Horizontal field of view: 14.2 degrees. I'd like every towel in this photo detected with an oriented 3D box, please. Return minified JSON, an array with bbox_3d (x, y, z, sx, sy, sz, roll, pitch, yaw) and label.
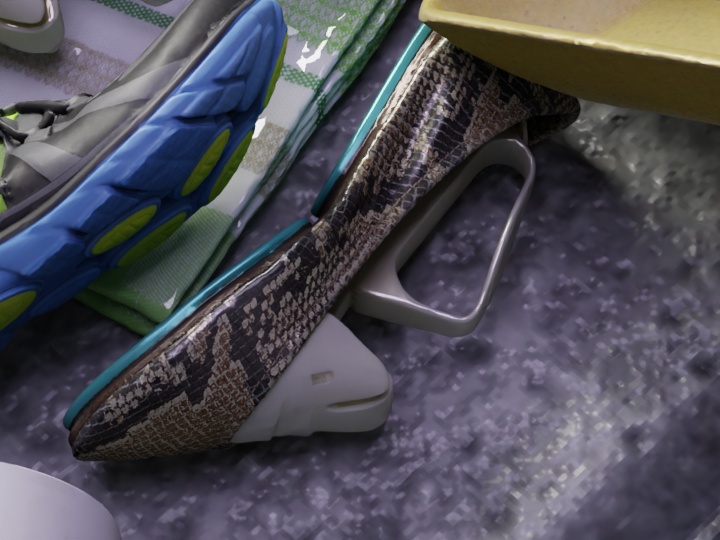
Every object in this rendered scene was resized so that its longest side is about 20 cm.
[{"bbox_3d":[-0.069,-0.082,0.947,0.149,0.031,0.200,24,66,21],"label":"towel"}]

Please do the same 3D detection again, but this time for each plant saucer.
[{"bbox_3d":[0.149,-0.097,0.841,0.200,0.049,0.200,-37,28,-24],"label":"plant saucer"}]

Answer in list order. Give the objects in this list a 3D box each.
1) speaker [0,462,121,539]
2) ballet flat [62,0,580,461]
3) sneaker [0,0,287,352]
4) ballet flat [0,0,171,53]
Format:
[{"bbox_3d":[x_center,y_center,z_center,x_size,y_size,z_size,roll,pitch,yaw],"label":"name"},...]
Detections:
[{"bbox_3d":[-0.114,0.153,0.769,0.081,0.081,0.200,1,59,6],"label":"speaker"},{"bbox_3d":[0.000,0.000,0.870,0.075,0.068,0.200,40,66,4],"label":"ballet flat"},{"bbox_3d":[-0.109,-0.026,0.860,0.199,0.071,0.083,-35,74,4],"label":"sneaker"},{"bbox_3d":[-0.088,-0.112,0.918,0.200,0.069,0.071,-23,79,-6],"label":"ballet flat"}]
